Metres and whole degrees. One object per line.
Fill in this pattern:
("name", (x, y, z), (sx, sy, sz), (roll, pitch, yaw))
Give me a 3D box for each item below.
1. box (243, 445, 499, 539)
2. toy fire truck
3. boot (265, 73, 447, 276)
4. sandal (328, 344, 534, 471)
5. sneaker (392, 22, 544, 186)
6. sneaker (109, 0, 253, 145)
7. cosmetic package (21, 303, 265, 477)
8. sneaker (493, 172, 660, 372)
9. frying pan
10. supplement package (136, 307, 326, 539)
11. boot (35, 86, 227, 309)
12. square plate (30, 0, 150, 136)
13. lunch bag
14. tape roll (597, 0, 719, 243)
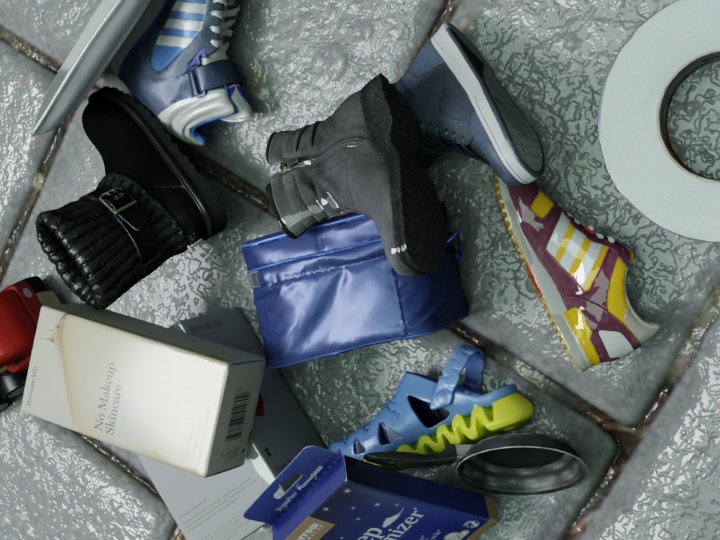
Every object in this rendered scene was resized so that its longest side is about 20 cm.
("box", (0.008, 0.221, 0.938), (0.121, 0.199, 0.032), (-49, 32, 33))
("toy fire truck", (-0.424, 0.080, 1.092), (0.176, 0.200, 0.129), (-34, 82, 21))
("boot", (-0.009, -0.055, 0.860), (0.131, 0.070, 0.201), (-28, 47, 22))
("sandal", (0.058, 0.132, 0.977), (0.199, 0.079, 0.087), (-24, 74, 17))
("sneaker", (0.067, -0.105, 0.913), (0.146, 0.077, 0.203), (-42, 41, 18))
("sneaker", (-0.137, -0.218, 1.024), (0.146, 0.081, 0.200), (45, 105, 4))
("cosmetic package", (-0.193, 0.102, 0.940), (0.199, 0.073, 0.104), (13, 95, 21))
("sneaker", (0.184, -0.018, 0.917), (0.090, 0.075, 0.201), (-24, 87, 7))
("frying pan", (0.105, 0.173, 0.939), (0.189, 0.115, 0.031), (-2, 58, 10))
("supplement package", (-0.135, 0.154, 1.025), (0.120, 0.121, 0.200), (-36, 82, 20))
("boot", (-0.246, -0.075, 1.008), (0.211, 0.158, 0.080), (45, 152, 23))
("square plate", (-0.243, -0.235, 1.020), (0.028, 0.198, 0.200), (33, 109, -21))
("lunch bag", (0.000, 0.000, 0.950), (0.199, 0.136, 0.133), (-15, 90, 21))
("tape roll", (0.297, -0.124, 0.859), (0.199, 0.066, 0.201), (2, 96, 22))
